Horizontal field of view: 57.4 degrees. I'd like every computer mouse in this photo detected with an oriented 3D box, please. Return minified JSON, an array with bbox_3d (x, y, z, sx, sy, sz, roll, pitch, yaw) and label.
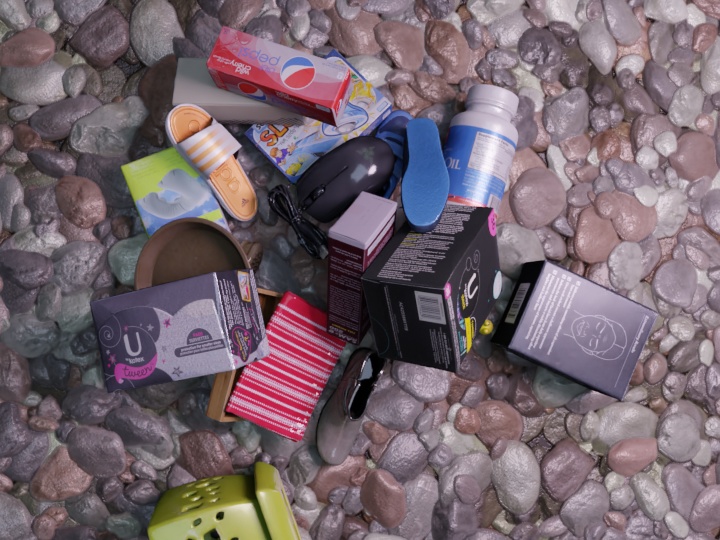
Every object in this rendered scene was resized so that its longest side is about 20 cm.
[{"bbox_3d":[-0.035,-0.125,0.974,0.200,0.053,0.139,-40,79,3],"label":"computer mouse"}]

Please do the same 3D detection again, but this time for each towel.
[{"bbox_3d":[-0.103,0.148,1.007,0.144,0.022,0.201,34,76,-31],"label":"towel"}]

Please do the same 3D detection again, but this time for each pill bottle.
[{"bbox_3d":[0.184,-0.181,1.036,0.111,0.112,0.202,16,87,-4],"label":"pill bottle"}]

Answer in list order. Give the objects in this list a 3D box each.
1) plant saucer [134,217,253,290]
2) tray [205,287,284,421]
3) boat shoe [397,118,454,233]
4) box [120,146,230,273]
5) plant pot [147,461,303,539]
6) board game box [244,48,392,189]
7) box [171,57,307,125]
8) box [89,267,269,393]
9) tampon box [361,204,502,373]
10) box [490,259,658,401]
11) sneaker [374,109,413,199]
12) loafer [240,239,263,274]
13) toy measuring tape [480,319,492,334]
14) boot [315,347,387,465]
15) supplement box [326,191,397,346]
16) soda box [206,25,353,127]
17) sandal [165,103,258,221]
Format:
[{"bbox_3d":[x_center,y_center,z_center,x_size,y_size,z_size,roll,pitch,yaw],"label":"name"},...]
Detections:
[{"bbox_3d":[-0.242,0.023,0.967,0.198,0.029,0.202,1,94,18],"label":"plant saucer"},{"bbox_3d":[-0.170,0.127,1.009,0.037,0.098,0.202,12,87,31],"label":"tray"},{"bbox_3d":[0.099,-0.134,0.973,0.083,0.069,0.202,6,58,5],"label":"boat shoe"},{"bbox_3d":[-0.279,-0.087,1.030,0.121,0.048,0.202,-22,90,-7],"label":"box"},{"bbox_3d":[-0.179,0.402,0.958,0.180,0.199,0.202,-20,90,-10],"label":"plant pot"},{"bbox_3d":[-0.066,-0.235,1.044,0.200,0.034,0.135,-45,80,-4],"label":"board game box"},{"bbox_3d":[-0.180,-0.274,1.008,0.198,0.068,0.083,4,78,8],"label":"box"},{"bbox_3d":[-0.245,0.081,0.897,0.198,0.115,0.134,-12,89,18],"label":"box"},{"bbox_3d":[0.111,0.018,0.948,0.125,0.200,0.151,8,129,30],"label":"tampon box"},{"bbox_3d":[0.335,0.092,1.044,0.199,0.107,0.150,25,87,-3],"label":"box"},{"bbox_3d":[0.038,-0.163,1.039,0.073,0.082,0.202,23,85,-2],"label":"sneaker"},{"bbox_3d":[-0.228,0.026,1.013,0.067,0.076,0.200,40,92,5],"label":"loafer"},{"bbox_3d":[0.116,0.079,1.046,0.198,0.074,0.074,8,88,-5],"label":"toy measuring tape"},{"bbox_3d":[-0.018,0.210,1.002,0.067,0.131,0.202,20,87,-3],"label":"boot"},{"bbox_3d":[0.000,0.000,0.964,0.060,0.201,0.109,19,43,18],"label":"supplement box"},{"bbox_3d":[-0.113,-0.275,0.934,0.198,0.063,0.071,20,81,9],"label":"soda box"},{"bbox_3d":[-0.205,-0.164,0.990,0.079,0.059,0.207,-53,126,-28],"label":"sandal"}]
